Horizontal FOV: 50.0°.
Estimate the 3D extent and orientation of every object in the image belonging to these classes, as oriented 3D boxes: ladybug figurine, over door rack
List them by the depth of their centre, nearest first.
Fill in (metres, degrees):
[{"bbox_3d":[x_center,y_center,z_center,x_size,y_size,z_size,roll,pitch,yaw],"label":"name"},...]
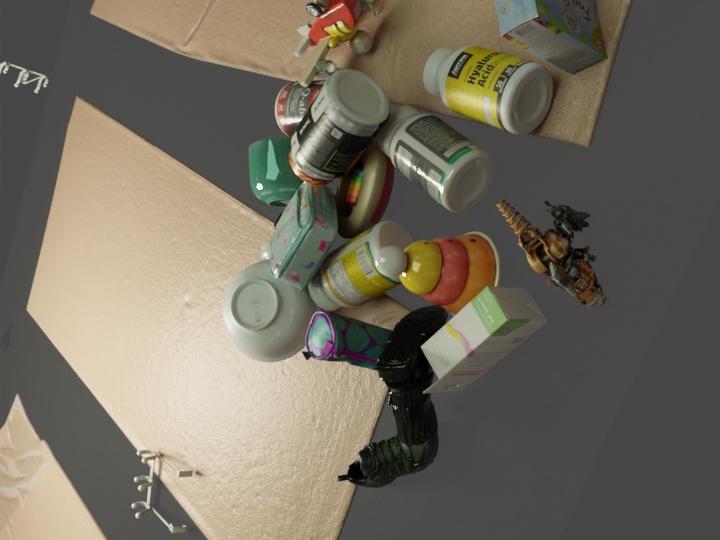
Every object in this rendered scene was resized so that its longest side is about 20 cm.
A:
[{"bbox_3d":[0.011,-0.153,1.421,0.136,0.072,0.201,38,115,57],"label":"ladybug figurine"},{"bbox_3d":[-0.488,0.527,1.851,0.200,0.067,0.148,8,92,45],"label":"over door rack"},{"bbox_3d":[-1.155,-0.648,2.581,0.200,0.148,0.067,16,92,44],"label":"over door rack"}]

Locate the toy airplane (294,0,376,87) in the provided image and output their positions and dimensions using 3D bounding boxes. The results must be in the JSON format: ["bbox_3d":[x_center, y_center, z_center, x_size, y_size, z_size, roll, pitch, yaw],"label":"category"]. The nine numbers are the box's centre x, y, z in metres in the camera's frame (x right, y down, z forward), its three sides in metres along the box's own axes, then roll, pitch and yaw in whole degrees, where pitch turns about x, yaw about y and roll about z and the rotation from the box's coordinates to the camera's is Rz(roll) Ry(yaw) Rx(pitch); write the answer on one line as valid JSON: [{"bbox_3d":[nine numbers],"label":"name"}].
[{"bbox_3d":[-0.046,-0.458,1.482,0.200,0.141,0.199,-55,12,28],"label":"toy airplane"}]

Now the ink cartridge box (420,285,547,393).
[{"bbox_3d":[0.179,0.111,1.207,0.200,0.117,0.067,-47,57,31],"label":"ink cartridge box"}]

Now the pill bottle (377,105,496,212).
[{"bbox_3d":[0.122,-0.193,1.296,0.200,0.113,0.113,45,116,37],"label":"pill bottle"}]

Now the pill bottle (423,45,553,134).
[{"bbox_3d":[0.197,-0.296,1.234,0.200,0.111,0.112,31,108,42],"label":"pill bottle"}]

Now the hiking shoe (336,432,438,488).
[{"bbox_3d":[0.049,0.325,1.326,0.200,0.101,0.076,-45,58,32],"label":"hiking shoe"}]

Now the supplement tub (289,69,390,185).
[{"bbox_3d":[-0.043,-0.241,1.339,0.200,0.122,0.123,-46,55,49],"label":"supplement tub"}]

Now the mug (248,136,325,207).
[{"bbox_3d":[-0.140,-0.191,1.517,0.185,0.152,0.115,159,109,-73],"label":"mug"}]

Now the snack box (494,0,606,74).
[{"bbox_3d":[0.267,-0.394,1.111,0.068,0.200,0.169,-19,72,42],"label":"snack box"}]

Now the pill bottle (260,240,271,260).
[{"bbox_3d":[-0.150,0.044,1.542,0.113,0.113,0.201,-17,74,42],"label":"pill bottle"}]

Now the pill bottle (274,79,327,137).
[{"bbox_3d":[-0.063,-0.309,1.489,0.200,0.116,0.116,11,94,45],"label":"pill bottle"}]

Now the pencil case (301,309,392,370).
[{"bbox_3d":[-0.001,0.131,1.326,0.085,0.200,0.093,-48,45,26],"label":"pencil case"}]

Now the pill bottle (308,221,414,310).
[{"bbox_3d":[0.000,0.000,1.388,0.200,0.113,0.113,-30,66,39],"label":"pill bottle"}]

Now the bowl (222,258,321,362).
[{"bbox_3d":[-0.182,0.068,1.441,0.200,0.090,0.202,-3,79,17],"label":"bowl"}]

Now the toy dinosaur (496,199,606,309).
[{"bbox_3d":[0.279,-0.033,1.104,0.102,0.136,0.200,-20,114,26],"label":"toy dinosaur"}]

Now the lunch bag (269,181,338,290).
[{"bbox_3d":[-0.103,-0.074,1.413,0.161,0.077,0.200,-59,20,23],"label":"lunch bag"}]

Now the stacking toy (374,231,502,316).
[{"bbox_3d":[0.111,-0.003,1.218,0.146,0.200,0.147,-21,65,54],"label":"stacking toy"}]

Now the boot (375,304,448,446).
[{"bbox_3d":[0.100,0.171,1.287,0.079,0.211,0.158,-1,122,36],"label":"boot"}]
